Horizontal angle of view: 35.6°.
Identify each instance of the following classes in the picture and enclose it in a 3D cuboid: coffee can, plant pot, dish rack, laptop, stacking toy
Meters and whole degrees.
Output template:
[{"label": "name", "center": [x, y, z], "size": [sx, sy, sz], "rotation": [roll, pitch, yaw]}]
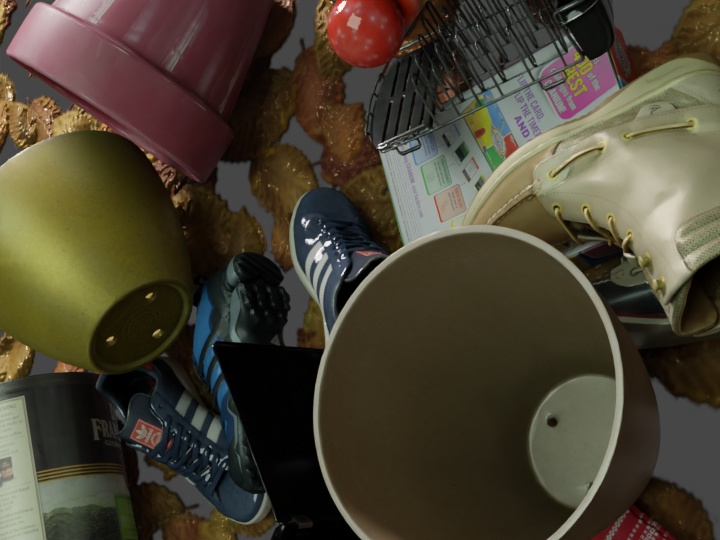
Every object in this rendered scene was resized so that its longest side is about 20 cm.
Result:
[{"label": "coffee can", "center": [-0.277, 0.209, 0.999], "size": [0.146, 0.146, 0.202], "rotation": [-25, 70, 32]}, {"label": "plant pot", "center": [-0.169, -0.202, 0.957], "size": [0.199, 0.200, 0.180], "rotation": [31, 87, 35]}, {"label": "dish rack", "center": [0.084, -0.164, 0.784], "size": [0.199, 0.055, 0.154], "rotation": [-23, 31, 25]}, {"label": "plant pot", "center": [0.102, 0.091, 0.676], "size": [0.186, 0.200, 0.189], "rotation": [-10, 70, 30]}, {"label": "laptop", "center": [-0.041, 0.171, 0.803], "size": [0.115, 0.187, 0.202], "rotation": [29, 101, 36]}, {"label": "stacking toy", "center": [0.029, -0.223, 0.806], "size": [0.085, 0.086, 0.201], "rotation": [0, 48, 36]}, {"label": "plant pot", "center": [-0.223, 0.005, 0.954], "size": [0.142, 0.199, 0.201], "rotation": [44, 110, 30]}]

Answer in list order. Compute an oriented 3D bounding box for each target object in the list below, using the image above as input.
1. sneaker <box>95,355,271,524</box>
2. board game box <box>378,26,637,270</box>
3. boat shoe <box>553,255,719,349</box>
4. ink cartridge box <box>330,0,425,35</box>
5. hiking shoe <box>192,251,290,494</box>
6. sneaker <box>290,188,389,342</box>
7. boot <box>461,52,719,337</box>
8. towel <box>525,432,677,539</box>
[{"label": "sneaker", "center": [-0.156, 0.145, 0.956], "size": [0.200, 0.084, 0.075], "rotation": [37, 106, 34]}, {"label": "board game box", "center": [0.115, -0.065, 0.808], "size": [0.199, 0.040, 0.154], "rotation": [-25, 70, 32]}, {"label": "boat shoe", "center": [0.200, 0.012, 0.717], "size": [0.199, 0.071, 0.063], "rotation": [-8, 71, 37]}, {"label": "ink cartridge box", "center": [-0.069, -0.271, 0.873], "size": [0.200, 0.199, 0.041], "rotation": [46, 111, 31]}, {"label": "hiking shoe", "center": [-0.097, 0.089, 0.936], "size": [0.086, 0.074, 0.202], "rotation": [-24, 60, 40]}, {"label": "sneaker", "center": [0.000, 0.000, 0.825], "size": [0.085, 0.074, 0.201], "rotation": [111, 149, -46]}, {"label": "boot", "center": [0.157, -0.020, 0.678], "size": [0.199, 0.073, 0.156], "rotation": [-33, 47, 23]}, {"label": "towel", "center": [0.160, 0.223, 0.750], "size": [0.200, 0.022, 0.146], "rotation": [37, 108, 36]}]
